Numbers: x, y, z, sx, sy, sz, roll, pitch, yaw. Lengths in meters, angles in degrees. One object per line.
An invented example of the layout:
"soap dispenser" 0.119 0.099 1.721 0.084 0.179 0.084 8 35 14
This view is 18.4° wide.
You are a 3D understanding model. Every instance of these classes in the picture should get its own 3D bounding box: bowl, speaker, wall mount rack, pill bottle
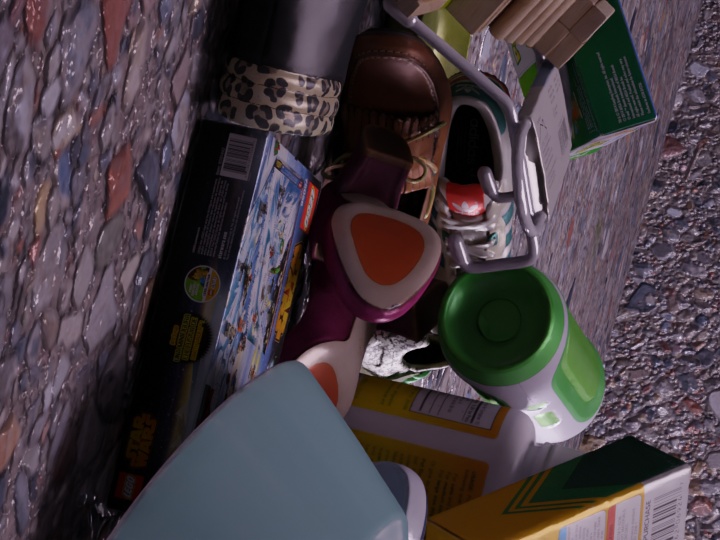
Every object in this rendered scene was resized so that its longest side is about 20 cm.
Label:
"bowl" -0.049 0.153 1.068 0.201 0.105 0.201 -51 166 -18
"speaker" 0.107 0.055 1.440 0.200 0.088 0.089 48 55 -68
"wall mount rack" 0.076 -0.101 1.324 0.200 0.074 0.175 -63 144 -63
"pill bottle" 0.039 0.129 1.390 0.109 0.199 0.110 13 90 -78

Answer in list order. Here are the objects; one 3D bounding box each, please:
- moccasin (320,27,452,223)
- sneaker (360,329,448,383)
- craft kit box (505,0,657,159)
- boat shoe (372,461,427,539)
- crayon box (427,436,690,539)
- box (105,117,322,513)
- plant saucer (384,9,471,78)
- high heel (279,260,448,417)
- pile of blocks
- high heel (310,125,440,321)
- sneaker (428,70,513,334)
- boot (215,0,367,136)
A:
"moccasin" 0.015 -0.072 1.404 0.202 0.073 0.078 100 2 -52
"sneaker" 0.024 0.060 1.520 0.200 0.088 0.077 59 44 -74
"craft kit box" 0.129 -0.178 1.485 0.198 0.048 0.201 136 -64 -86
"boat shoe" 0.001 0.206 1.174 0.086 0.074 0.203 33 71 -43
"crayon box" 0.101 0.186 1.277 0.199 0.051 0.126 -17 119 -39
"box" -0.073 0.033 1.152 0.137 0.040 0.201 41 62 -76
"plant saucer" 0.042 -0.142 1.539 0.200 0.031 0.201 13 90 -78
"high heel" -0.038 0.045 1.359 0.200 0.096 0.068 -31 130 -45
"pile of blocks" 0.080 -0.180 1.300 0.199 0.082 0.062 12 131 -48
"high heel" 0.000 0.000 1.275 0.200 0.067 0.096 -81 -166 -62
"sneaker" 0.069 -0.034 1.500 0.093 0.070 0.201 -40 132 -79
"boot" -0.018 -0.153 1.154 0.204 0.073 0.155 -28 132 -74
